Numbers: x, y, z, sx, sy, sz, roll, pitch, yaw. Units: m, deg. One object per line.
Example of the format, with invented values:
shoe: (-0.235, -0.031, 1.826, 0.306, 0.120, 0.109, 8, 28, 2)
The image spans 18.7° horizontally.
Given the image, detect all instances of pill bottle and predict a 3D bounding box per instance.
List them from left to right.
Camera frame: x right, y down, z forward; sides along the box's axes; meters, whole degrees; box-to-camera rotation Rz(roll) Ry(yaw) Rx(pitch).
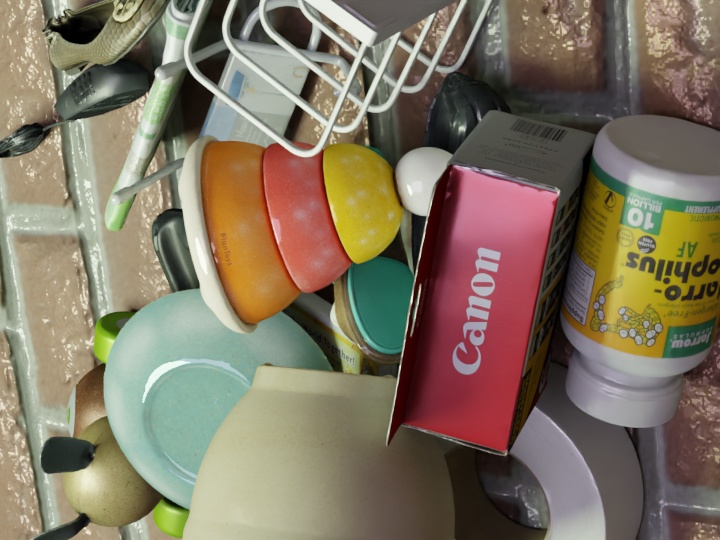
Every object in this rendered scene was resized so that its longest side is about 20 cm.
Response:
pill bottle: (0.201, 0.003, 1.530, 0.112, 0.113, 0.201, 23, 119, 25)

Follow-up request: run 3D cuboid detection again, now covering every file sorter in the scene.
file sorter: (-0.008, -0.187, 1.543, 0.139, 0.200, 0.125, 38, 129, 16)

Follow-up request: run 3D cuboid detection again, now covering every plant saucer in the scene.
plant saucer: (-0.112, 0.113, 1.691, 0.200, 0.039, 0.202, 6, 113, 14)

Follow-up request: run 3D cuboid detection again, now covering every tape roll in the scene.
tape roll: (0.115, 0.169, 1.680, 0.201, 0.071, 0.204, 13, 115, 29)

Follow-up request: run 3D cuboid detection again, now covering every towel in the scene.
towel: (-0.155, -0.147, 1.690, 0.031, 0.149, 0.201, 22, 122, -4)

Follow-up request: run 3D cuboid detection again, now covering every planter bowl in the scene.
planter bowl: (-0.024, 0.139, 1.579, 0.199, 0.200, 0.136, 3, 85, 33)

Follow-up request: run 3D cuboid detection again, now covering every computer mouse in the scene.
computer mouse: (-0.245, -0.136, 1.813, 0.199, 0.058, 0.034, -22, 85, 41)

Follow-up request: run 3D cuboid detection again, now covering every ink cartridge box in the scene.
ink cartridge box: (0.091, 0.014, 1.506, 0.083, 0.176, 0.201, 14, 114, 12)

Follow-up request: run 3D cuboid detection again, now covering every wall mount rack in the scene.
wall mount rack: (-0.099, -0.111, 1.655, 0.201, 0.173, 0.075, -67, 32, 32)

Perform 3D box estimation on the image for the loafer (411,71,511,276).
loafer: (0.072, -0.053, 1.632, 0.070, 0.068, 0.202, -125, 34, -49)

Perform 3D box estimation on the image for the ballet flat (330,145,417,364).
ballet flat: (0.000, 0.000, 1.645, 0.072, 0.067, 0.201, -52, 39, 45)

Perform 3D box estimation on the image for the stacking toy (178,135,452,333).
stacking toy: (-0.019, -0.042, 1.570, 0.199, 0.146, 0.147, -12, 103, 11)

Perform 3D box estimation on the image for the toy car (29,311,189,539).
toy car: (-0.212, 0.155, 1.811, 0.157, 0.200, 0.165, 22, 119, 25)

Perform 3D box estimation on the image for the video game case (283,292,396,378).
video game case: (-0.037, 0.108, 1.741, 0.200, 0.023, 0.183, 32, 127, 49)

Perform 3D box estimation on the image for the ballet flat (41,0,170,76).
ballet flat: (-0.204, -0.194, 1.717, 0.046, 0.067, 0.200, 46, 159, -17)

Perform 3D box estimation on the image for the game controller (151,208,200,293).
game controller: (-0.101, 0.043, 1.722, 0.104, 0.042, 0.201, 1, 121, 44)
